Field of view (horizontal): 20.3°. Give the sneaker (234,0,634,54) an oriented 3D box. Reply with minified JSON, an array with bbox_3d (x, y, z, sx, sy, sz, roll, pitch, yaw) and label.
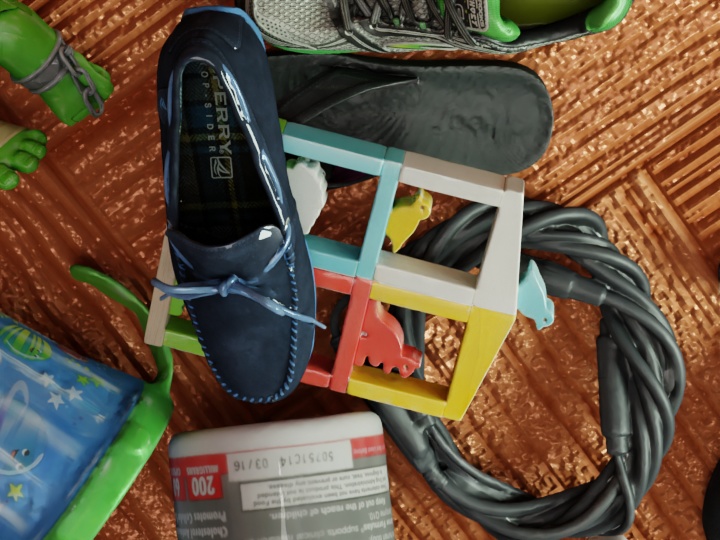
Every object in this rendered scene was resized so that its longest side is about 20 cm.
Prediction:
[{"bbox_3d":[0.037,-0.142,0.969,0.199,0.085,0.079,-7,111,4],"label":"sneaker"}]

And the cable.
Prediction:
[{"bbox_3d":[0.090,0.057,1.068,0.163,0.051,0.200,-35,102,8],"label":"cable"}]

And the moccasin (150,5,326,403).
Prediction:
[{"bbox_3d":[-0.069,-0.022,0.953,0.080,0.068,0.201,-9,113,11],"label":"moccasin"}]

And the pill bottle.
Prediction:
[{"bbox_3d":[-0.034,0.178,1.038,0.113,0.114,0.201,-7,86,3],"label":"pill bottle"}]

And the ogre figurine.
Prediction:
[{"bbox_3d":[-0.238,-0.090,0.990,0.199,0.098,0.120,-9,129,20],"label":"ogre figurine"}]

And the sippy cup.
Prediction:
[{"bbox_3d":[-0.186,0.085,1.031,0.130,0.178,0.140,37,130,-8],"label":"sippy cup"}]

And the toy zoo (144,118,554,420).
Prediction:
[{"bbox_3d":[0.000,0.000,1.004,0.199,0.020,0.132,15,115,0],"label":"toy zoo"}]

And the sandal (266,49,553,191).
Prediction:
[{"bbox_3d":[-0.002,-0.074,1.014,0.199,0.048,0.076,-6,110,3],"label":"sandal"}]

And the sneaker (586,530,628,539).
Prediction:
[{"bbox_3d":[0.135,0.247,1.121,0.099,0.078,0.201,22,111,-12],"label":"sneaker"}]

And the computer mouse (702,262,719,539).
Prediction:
[{"bbox_3d":[0.240,0.089,1.071,0.138,0.053,0.201,10,110,-4],"label":"computer mouse"}]
